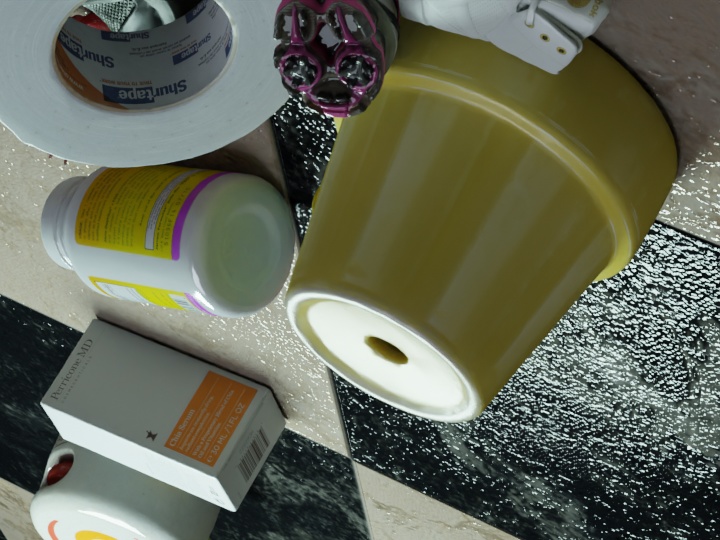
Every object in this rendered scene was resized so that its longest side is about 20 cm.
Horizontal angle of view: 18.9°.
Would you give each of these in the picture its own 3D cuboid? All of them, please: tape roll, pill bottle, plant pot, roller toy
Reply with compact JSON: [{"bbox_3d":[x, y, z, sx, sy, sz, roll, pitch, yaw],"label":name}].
[{"bbox_3d":[-0.125,-0.148,1.224,0.198,0.067,0.201,-9,142,-7],"label":"tape roll"},{"bbox_3d":[-0.149,-0.027,1.609,0.199,0.105,0.104,9,149,43],"label":"pill bottle"},{"bbox_3d":[0.054,-0.026,1.241,0.200,0.190,0.201,26,159,11],"label":"plant pot"},{"bbox_3d":[-0.230,0.220,2.186,0.181,0.141,0.201,10,149,20],"label":"roller toy"}]

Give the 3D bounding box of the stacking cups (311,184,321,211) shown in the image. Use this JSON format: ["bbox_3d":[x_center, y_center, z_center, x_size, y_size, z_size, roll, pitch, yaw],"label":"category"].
[{"bbox_3d":[0.000,0.000,1.536,0.060,0.061,0.200,25,158,13],"label":"stacking cups"}]

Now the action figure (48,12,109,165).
[{"bbox_3d":[-0.238,-0.145,1.486,0.198,0.099,0.065,18,152,23],"label":"action figure"}]

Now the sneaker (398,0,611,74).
[{"bbox_3d":[0.076,-0.166,1.084,0.115,0.074,0.200,24,167,13],"label":"sneaker"}]

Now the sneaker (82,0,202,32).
[{"bbox_3d":[-0.143,-0.174,1.335,0.114,0.077,0.200,22,153,24],"label":"sneaker"}]

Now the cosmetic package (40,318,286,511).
[{"bbox_3d":[-0.180,0.131,1.986,0.199,0.102,0.071,19,155,24],"label":"cosmetic package"}]

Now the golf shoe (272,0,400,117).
[{"bbox_3d":[-0.015,-0.186,1.139,0.072,0.092,0.201,8,129,13],"label":"golf shoe"}]
